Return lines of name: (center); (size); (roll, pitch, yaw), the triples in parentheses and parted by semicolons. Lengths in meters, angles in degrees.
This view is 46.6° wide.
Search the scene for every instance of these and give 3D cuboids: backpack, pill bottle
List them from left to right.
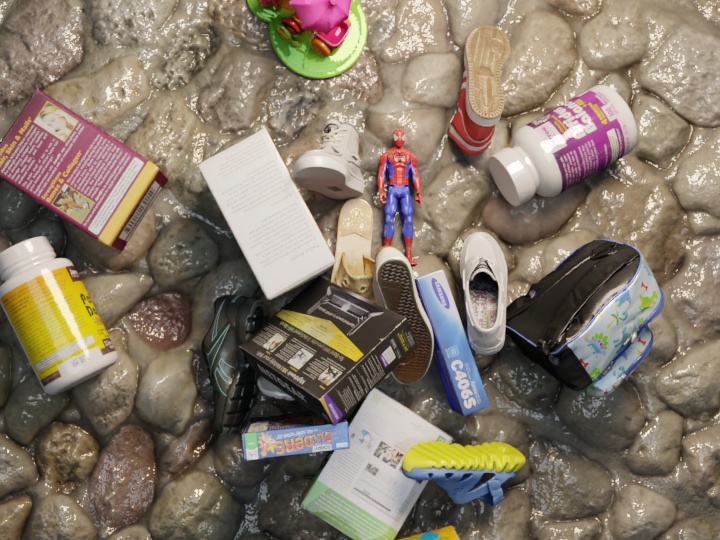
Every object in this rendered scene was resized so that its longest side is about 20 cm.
pill bottle: (-0.424, 0.060, 1.149); (0.108, 0.109, 0.202); (-27, 90, -6)
pill bottle: (0.292, -0.178, 1.220); (0.198, 0.112, 0.113); (-30, 90, -6)
backpack: (0.325, 0.064, 1.180); (0.200, 0.183, 0.147); (-44, 114, -4)

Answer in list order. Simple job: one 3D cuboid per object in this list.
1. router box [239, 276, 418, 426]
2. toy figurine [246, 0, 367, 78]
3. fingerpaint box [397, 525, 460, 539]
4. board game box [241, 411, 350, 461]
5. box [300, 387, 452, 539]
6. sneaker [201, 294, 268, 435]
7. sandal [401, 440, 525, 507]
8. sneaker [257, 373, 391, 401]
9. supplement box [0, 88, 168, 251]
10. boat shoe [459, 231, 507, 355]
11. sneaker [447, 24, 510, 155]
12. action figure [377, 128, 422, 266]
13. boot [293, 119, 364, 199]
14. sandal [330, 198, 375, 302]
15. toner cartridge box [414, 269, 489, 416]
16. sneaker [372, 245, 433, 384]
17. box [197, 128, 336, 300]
router box: (-0.045, 0.100, 1.109); (0.157, 0.199, 0.053); (-41, 126, -21)
toy figurine: (-0.076, -0.383, 1.165); (0.199, 0.184, 0.151); (37, 85, -1)
fingerpaint box: (0.077, 0.484, 1.169); (0.165, 0.073, 0.203); (-12, 99, -6)
board game box: (-0.087, 0.217, 1.123); (0.133, 0.200, 0.035); (-6, 86, -4)
box: (0.023, 0.289, 1.212); (0.143, 0.036, 0.201); (33, 84, -3)
sneaker: (-0.186, 0.132, 1.195); (0.078, 0.075, 0.203); (11, 91, 23)
sandal: (0.145, 0.292, 1.182); (0.198, 0.079, 0.088); (10, 99, -26)
sneaker: (-0.053, 0.127, 1.190); (0.197, 0.075, 0.083); (-13, 105, -17)
supplement box: (-0.391, -0.136, 1.166); (0.199, 0.103, 0.132); (34, 85, -3)
boat shoe: (0.173, 0.018, 1.181); (0.071, 0.069, 0.202); (4, 55, 9)
sneaker: (0.176, -0.265, 1.246); (0.070, 0.113, 0.202); (12, 56, -2)
action figure: (0.057, -0.108, 1.231); (0.064, 0.052, 0.203); (-1, 85, -1)
boot: (-0.045, -0.162, 1.155); (0.072, 0.200, 0.097); (-6, 83, 13)
sandal: (-0.006, 0.000, 1.207); (0.076, 0.070, 0.215); (-1, 87, -5)
toner cartridge box: (0.125, 0.102, 1.200); (0.043, 0.095, 0.202); (-19, 89, -7)
sneaker: (0.059, 0.058, 1.175); (0.072, 0.085, 0.203); (-9, 113, -3)
box: (-0.127, -0.070, 1.159); (0.105, 0.152, 0.202); (-28, 90, -6)
